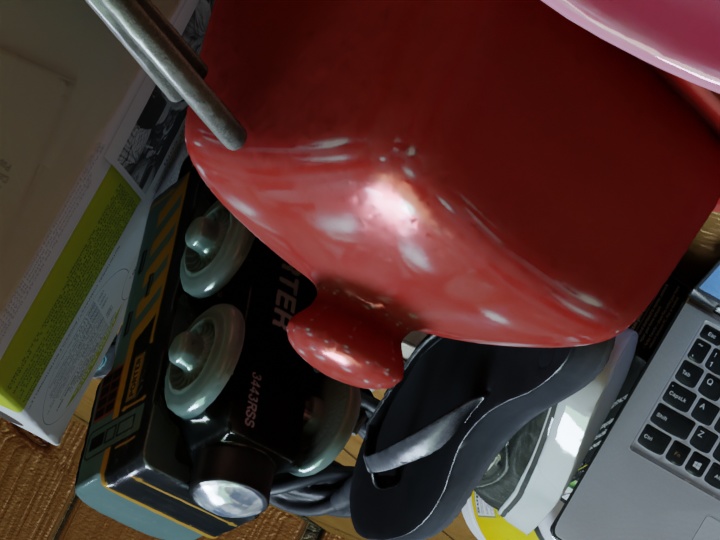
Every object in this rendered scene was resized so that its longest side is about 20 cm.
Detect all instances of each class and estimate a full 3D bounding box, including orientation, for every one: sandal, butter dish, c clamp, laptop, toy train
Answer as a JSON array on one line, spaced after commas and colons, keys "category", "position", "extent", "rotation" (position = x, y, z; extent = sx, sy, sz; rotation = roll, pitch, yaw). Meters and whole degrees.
[{"category": "sandal", "position": [0.039, 0.052, 0.730], "extent": [0.043, 0.076, 0.200], "rotation": [11, 140, -24]}, {"category": "butter dish", "position": [0.022, -0.028, 0.601], "extent": [0.199, 0.149, 0.199], "rotation": [37, 163, -37]}, {"category": "c clamp", "position": [-0.110, -0.120, 0.549], "extent": [0.200, 0.027, 0.171], "rotation": [48, 176, 39]}, {"category": "laptop", "position": [0.204, 0.085, 0.685], "extent": [0.187, 0.201, 0.116], "rotation": [30, -169, 4]}, {"category": "toy train", "position": [-0.056, 0.016, 0.697], "extent": [0.085, 0.201, 0.114], "rotation": [30, 139, -30]}]

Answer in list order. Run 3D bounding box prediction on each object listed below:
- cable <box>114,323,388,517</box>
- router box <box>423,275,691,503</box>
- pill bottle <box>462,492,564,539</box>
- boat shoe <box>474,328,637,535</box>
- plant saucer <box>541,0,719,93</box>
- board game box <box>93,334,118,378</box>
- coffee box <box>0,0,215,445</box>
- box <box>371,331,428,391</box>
[{"category": "cable", "position": [-0.042, 0.078, 0.887], "extent": [0.199, 0.051, 0.163], "rotation": [6, 147, 30]}, {"category": "router box", "position": [0.113, 0.055, 0.854], "extent": [0.149, 0.051, 0.200], "rotation": [35, 156, -2]}, {"category": "pill bottle", "position": [0.140, 0.151, 1.147], "extent": [0.114, 0.115, 0.200], "rotation": [28, 167, -8]}, {"category": "boat shoe", "position": [0.075, 0.070, 0.780], "extent": [0.063, 0.071, 0.200], "rotation": [29, 155, 7]}, {"category": "plant saucer", "position": [0.100, -0.100, 0.389], "extent": [0.200, 0.051, 0.201], "rotation": [25, 167, 6]}, {"category": "board game box", "position": [-0.238, 0.021, 0.872], "extent": [0.199, 0.028, 0.135], "rotation": [-13, -129, -46]}, {"category": "coffee box", "position": [-0.186, -0.065, 0.736], "extent": [0.199, 0.201, 0.198], "rotation": [25, 167, 5]}, {"category": "box", "position": [0.000, 0.000, 0.876], "extent": [0.077, 0.095, 0.200], "rotation": [26, 169, -2]}]
